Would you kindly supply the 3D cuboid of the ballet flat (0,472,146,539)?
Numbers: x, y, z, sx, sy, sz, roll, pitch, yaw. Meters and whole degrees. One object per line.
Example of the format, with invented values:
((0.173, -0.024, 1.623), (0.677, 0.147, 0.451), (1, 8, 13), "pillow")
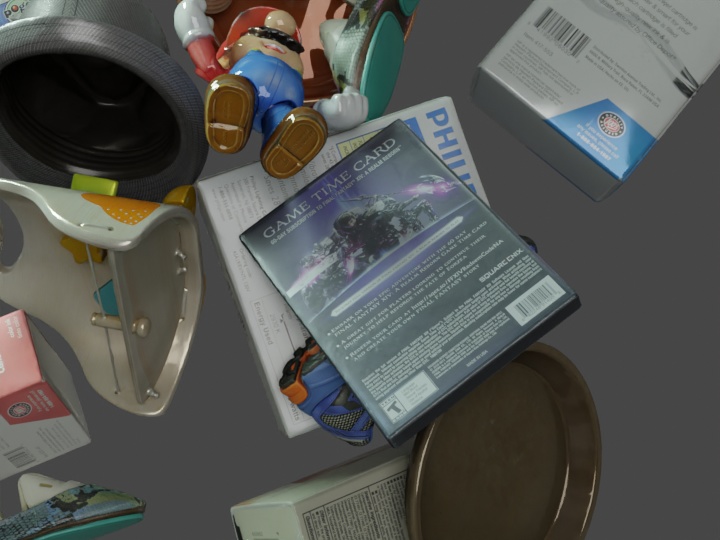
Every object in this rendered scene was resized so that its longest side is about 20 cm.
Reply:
((-0.265, 0.191, 0.804), (0.199, 0.074, 0.075), (-19, 88, -11), "ballet flat")

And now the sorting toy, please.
((-0.216, -0.009, 0.786), (0.179, 0.201, 0.107), (16, 50, 10), "sorting toy")

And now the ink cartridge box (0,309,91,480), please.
((-0.312, 0.116, 0.770), (0.199, 0.117, 0.068), (-22, 60, -8), "ink cartridge box")

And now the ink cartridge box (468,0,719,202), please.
((0.208, -0.181, 0.870), (0.146, 0.086, 0.200), (40, 81, 5), "ink cartridge box")

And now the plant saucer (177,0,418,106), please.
((-0.052, -0.233, 0.878), (0.199, 0.032, 0.202), (1, 86, -7), "plant saucer")

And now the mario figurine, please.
((-0.066, -0.147, 0.758), (0.106, 0.200, 0.124), (-27, 117, 7), "mario figurine")

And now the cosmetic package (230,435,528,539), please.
((0.018, 0.186, 0.778), (0.199, 0.087, 0.104), (-13, 86, -38), "cosmetic package")

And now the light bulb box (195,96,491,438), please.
((0.000, 0.000, 0.817), (0.199, 0.125, 0.199), (-20, 88, -9), "light bulb box")

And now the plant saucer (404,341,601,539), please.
((0.102, 0.149, 0.760), (0.199, 0.029, 0.201), (-5, 97, -40), "plant saucer")

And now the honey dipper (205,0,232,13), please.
((-0.110, -0.232, 0.754), (0.038, 0.200, 0.038), (0, 85, -5), "honey dipper")

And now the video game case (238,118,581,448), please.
((0.024, -0.001, 0.688), (0.143, 0.019, 0.200), (-36, 52, -5), "video game case")

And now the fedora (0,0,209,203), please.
((-0.198, -0.139, 0.796), (0.176, 0.200, 0.091), (-2, 59, 7), "fedora")

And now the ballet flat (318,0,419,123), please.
((0.009, -0.204, 0.839), (0.071, 0.069, 0.201), (14, 75, 22), "ballet flat")

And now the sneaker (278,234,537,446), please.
((0.041, 0.043, 0.729), (0.200, 0.075, 0.079), (-36, 105, -3), "sneaker")

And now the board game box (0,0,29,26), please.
((-0.327, -0.250, 0.835), (0.199, 0.056, 0.197), (-24, 88, -8), "board game box")
